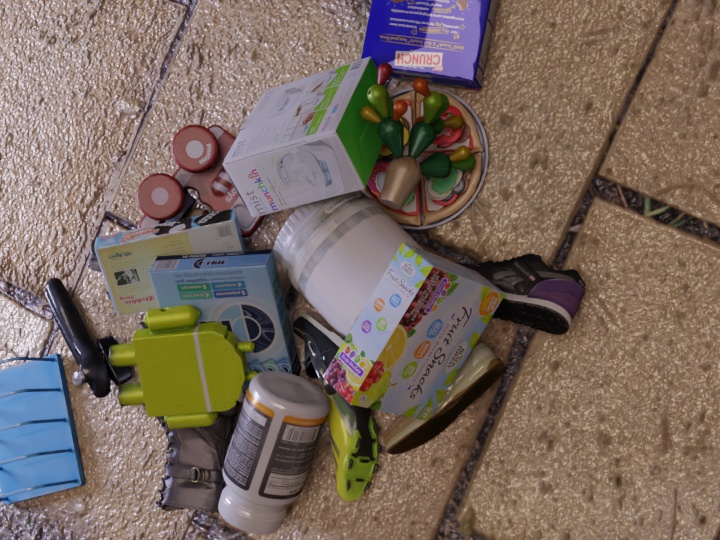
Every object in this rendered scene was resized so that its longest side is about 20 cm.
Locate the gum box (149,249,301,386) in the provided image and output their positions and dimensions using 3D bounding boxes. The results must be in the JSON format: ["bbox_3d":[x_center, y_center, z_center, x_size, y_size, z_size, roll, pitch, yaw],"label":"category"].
[{"bbox_3d":[-0.185,0.070,1.700,0.168,0.045,0.202,-3,123,13],"label":"gum box"}]

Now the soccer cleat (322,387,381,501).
[{"bbox_3d":[-0.020,0.215,1.700,0.083,0.064,0.202,-1,89,47],"label":"soccer cleat"}]

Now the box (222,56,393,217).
[{"bbox_3d":[-0.066,-0.181,1.647,0.175,0.201,0.097,-14,122,25],"label":"box"}]

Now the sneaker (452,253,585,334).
[{"bbox_3d":[0.204,0.016,1.644,0.199,0.076,0.088,19,62,25],"label":"sneaker"}]

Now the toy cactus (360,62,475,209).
[{"bbox_3d":[0.064,-0.162,1.606,0.102,0.200,0.166,13,74,43],"label":"toy cactus"}]

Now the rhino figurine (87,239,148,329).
[{"bbox_3d":[-0.328,0.019,1.802,0.200,0.060,0.088,41,81,18],"label":"rhino figurine"}]

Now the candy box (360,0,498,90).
[{"bbox_3d":[0.101,-0.361,1.692,0.167,0.077,0.202,11,88,17],"label":"candy box"}]

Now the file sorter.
[{"bbox_3d":[-0.514,0.237,1.811,0.138,0.123,0.202,-16,81,16],"label":"file sorter"}]

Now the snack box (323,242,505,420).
[{"bbox_3d":[0.070,0.081,1.547,0.068,0.168,0.201,40,103,39],"label":"snack box"}]

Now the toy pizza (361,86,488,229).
[{"bbox_3d":[0.079,-0.158,1.705,0.198,0.032,0.202,-2,85,17],"label":"toy pizza"}]

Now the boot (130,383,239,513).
[{"bbox_3d":[-0.268,0.256,1.760,0.198,0.069,0.176,11,88,16],"label":"boot"}]

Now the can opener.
[{"bbox_3d":[-0.420,0.101,1.834,0.201,0.078,0.064,53,140,17],"label":"can opener"}]

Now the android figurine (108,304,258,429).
[{"bbox_3d":[-0.239,0.134,1.682,0.198,0.041,0.184,-8,112,4],"label":"android figurine"}]

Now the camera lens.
[{"bbox_3d":[0.000,0.000,1.647,0.160,0.160,0.200,-47,71,8],"label":"camera lens"}]

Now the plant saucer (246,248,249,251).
[{"bbox_3d":[-0.236,-0.027,1.794,0.199,0.019,0.070,26,78,17],"label":"plant saucer"}]

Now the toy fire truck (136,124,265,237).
[{"bbox_3d":[-0.216,-0.102,1.753,0.167,0.112,0.201,35,87,0],"label":"toy fire truck"}]

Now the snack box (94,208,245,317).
[{"bbox_3d":[-0.258,-0.010,1.715,0.198,0.037,0.117,-11,121,1],"label":"snack box"}]

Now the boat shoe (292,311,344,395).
[{"bbox_3d":[-0.057,0.109,1.652,0.068,0.200,0.072,-48,116,-3],"label":"boat shoe"}]

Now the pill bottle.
[{"bbox_3d":[-0.123,0.249,1.678,0.116,0.116,0.202,25,107,18],"label":"pill bottle"}]

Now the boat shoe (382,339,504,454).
[{"bbox_3d":[0.103,0.169,1.656,0.200,0.074,0.067,-41,62,9],"label":"boat shoe"}]
